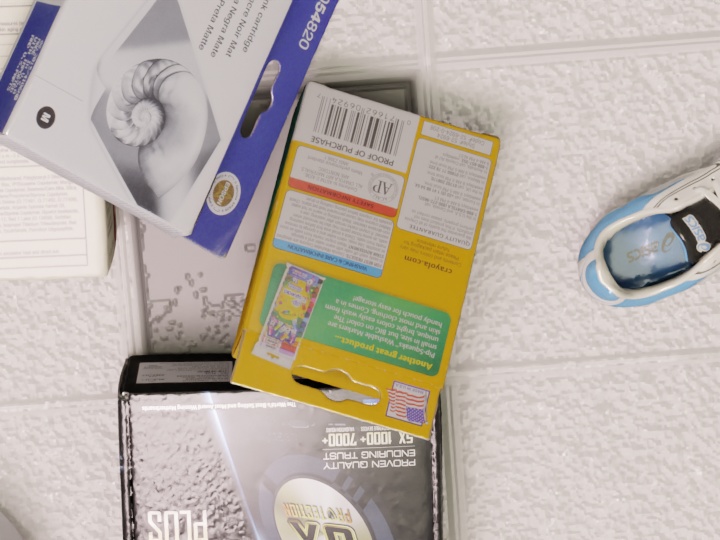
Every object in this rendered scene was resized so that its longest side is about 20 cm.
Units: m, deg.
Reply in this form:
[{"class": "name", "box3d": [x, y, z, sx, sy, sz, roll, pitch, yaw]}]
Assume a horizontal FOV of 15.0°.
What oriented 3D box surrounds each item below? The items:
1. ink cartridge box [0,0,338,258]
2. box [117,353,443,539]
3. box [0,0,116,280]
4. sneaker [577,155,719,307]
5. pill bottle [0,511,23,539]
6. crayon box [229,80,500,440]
[{"class": "ink cartridge box", "box3d": [-0.101, -0.128, 1.593, 0.199, 0.040, 0.201, 28, 83, -39]}, {"class": "box", "box3d": [-0.049, 0.139, 1.713, 0.198, 0.086, 0.165, -1, 105, -1]}, {"class": "box", "box3d": [-0.214, -0.101, 1.637, 0.127, 0.109, 0.201, -2, 104, -1]}, {"class": "sneaker", "box3d": [0.225, -0.037, 1.683, 0.199, 0.073, 0.072, -31, 101, 5]}, {"class": "pill bottle", "box3d": [-0.302, 0.228, 1.716, 0.200, 0.114, 0.114, -43, 101, 8]}, {"class": "crayon box", "box3d": [0.000, 0.000, 1.645, 0.125, 0.052, 0.201, 16, 67, -5]}]
